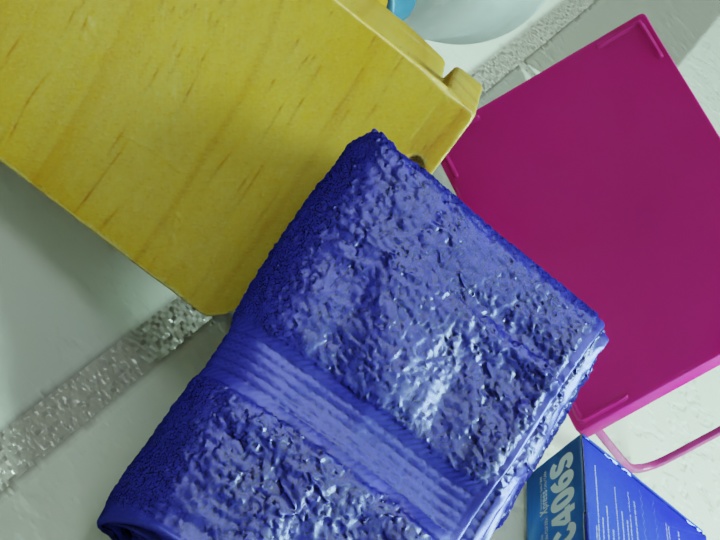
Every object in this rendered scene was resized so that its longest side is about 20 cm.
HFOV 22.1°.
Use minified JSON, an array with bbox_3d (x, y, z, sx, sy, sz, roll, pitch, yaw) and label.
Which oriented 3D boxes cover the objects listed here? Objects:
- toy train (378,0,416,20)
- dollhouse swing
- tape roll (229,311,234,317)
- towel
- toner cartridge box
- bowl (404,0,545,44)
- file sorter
[{"bbox_3d":[-0.020,-0.136,0.989,0.085,0.116,0.200,48,26,2],"label":"toy train"},{"bbox_3d":[-0.067,-0.090,0.853,0.200,0.182,0.176,37,-4,-6],"label":"dollhouse swing"},{"bbox_3d":[0.000,0.000,0.925,0.203,0.037,0.203,35,29,-23],"label":"tape roll"},{"bbox_3d":[0.008,0.060,0.724,0.148,0.050,0.200,40,64,-17],"label":"towel"},{"bbox_3d":[0.125,0.174,0.869,0.095,0.043,0.200,38,28,-17],"label":"toner cartridge box"},{"bbox_3d":[0.022,-0.222,1.113,0.090,0.201,0.201,-28,77,-44],"label":"bowl"},{"bbox_3d":[0.155,-0.007,1.032,0.200,0.139,0.125,65,9,29],"label":"file sorter"}]
